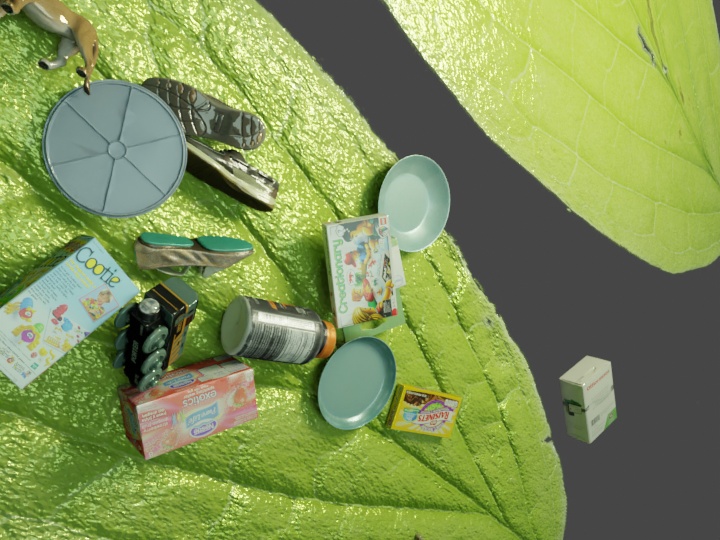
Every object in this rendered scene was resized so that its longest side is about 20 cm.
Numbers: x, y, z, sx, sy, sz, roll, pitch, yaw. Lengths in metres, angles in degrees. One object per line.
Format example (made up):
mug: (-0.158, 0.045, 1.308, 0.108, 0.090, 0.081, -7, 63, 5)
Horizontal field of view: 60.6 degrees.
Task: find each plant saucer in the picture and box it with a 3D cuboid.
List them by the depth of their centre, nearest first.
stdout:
plant saucer: (-0.010, 0.229, 1.276, 0.199, 0.027, 0.201, -11, 109, -34)
plant saucer: (0.105, -0.140, 1.294, 0.200, 0.039, 0.202, -7, 103, -35)

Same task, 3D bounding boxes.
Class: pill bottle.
pill bottle: (-0.141, 0.113, 1.111, 0.199, 0.106, 0.107, 15, 89, -38)

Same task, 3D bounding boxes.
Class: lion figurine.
lion figurine: (-0.420, -0.350, 0.837, 0.200, 0.072, 0.123, 53, 39, -42)

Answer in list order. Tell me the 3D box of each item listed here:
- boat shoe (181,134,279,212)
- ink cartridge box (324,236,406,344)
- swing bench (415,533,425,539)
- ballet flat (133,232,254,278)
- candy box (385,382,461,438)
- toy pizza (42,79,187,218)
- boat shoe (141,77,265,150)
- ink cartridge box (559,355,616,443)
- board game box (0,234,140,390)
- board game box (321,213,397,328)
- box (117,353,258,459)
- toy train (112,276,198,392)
boat shoe: (-0.221, -0.169, 1.027, 0.200, 0.073, 0.065, 35, 64, -37)
ink cartridge box: (0.020, 0.045, 1.238, 0.145, 0.048, 0.201, -19, 108, -17)
swing bench: (0.127, 0.720, 1.368, 0.199, 0.199, 0.131, -8, 103, -35)
ballet flat: (-0.275, -0.023, 1.019, 0.199, 0.068, 0.068, 4, 115, -32)
candy box: (0.149, 0.325, 1.422, 0.199, 0.026, 0.103, 19, 90, -38)
toy pizza: (-0.361, -0.179, 0.917, 0.199, 0.032, 0.201, -3, 99, -22)
boat shoe: (-0.251, -0.245, 0.984, 0.199, 0.073, 0.075, 23, 98, -17)
ink cartridge box: (0.660, 0.369, 1.782, 0.146, 0.084, 0.201, -27, 114, -31)
board game box: (-0.435, 0.052, 0.872, 0.200, 0.103, 0.105, -44, 116, -23)
board game box: (0.000, 0.000, 1.173, 0.126, 0.035, 0.201, -12, 106, -18)
box: (-0.283, 0.220, 1.024, 0.199, 0.102, 0.095, -14, 107, -36)
toy train: (-0.311, 0.101, 0.944, 0.114, 0.085, 0.200, -41, 163, -44)
